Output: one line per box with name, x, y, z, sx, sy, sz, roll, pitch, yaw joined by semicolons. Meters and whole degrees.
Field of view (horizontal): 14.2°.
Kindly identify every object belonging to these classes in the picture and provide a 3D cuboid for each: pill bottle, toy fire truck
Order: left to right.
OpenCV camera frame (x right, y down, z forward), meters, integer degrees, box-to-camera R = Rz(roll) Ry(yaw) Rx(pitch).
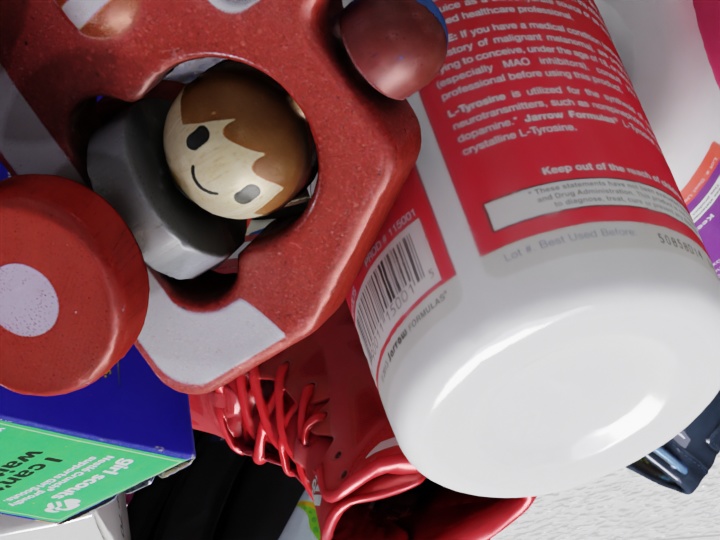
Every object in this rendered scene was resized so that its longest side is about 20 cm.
toy fire truck;-0.065;-0.066;0.866;0.168;0.200;0.112;-31;-172;31
pill bottle;0.038;-0.036;0.937;0.112;0.200;0.112;-13;145;-9
pill bottle;0.118;-0.041;1.088;0.112;0.113;0.200;-22;154;24

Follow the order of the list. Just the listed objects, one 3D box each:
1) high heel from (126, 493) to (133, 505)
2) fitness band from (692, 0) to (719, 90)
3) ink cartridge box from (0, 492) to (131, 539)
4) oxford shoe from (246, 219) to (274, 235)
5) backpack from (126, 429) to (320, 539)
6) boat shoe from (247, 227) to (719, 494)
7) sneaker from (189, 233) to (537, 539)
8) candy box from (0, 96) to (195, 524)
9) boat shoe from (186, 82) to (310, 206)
high heel;-0.104;0.062;1.278;0.200;0.067;0.096;11;161;-16
fitness band;0.175;-0.058;1.035;0.037;0.144;0.200;-22;154;26
ink cartridge box;-0.202;0.065;1.139;0.200;0.147;0.086;-13;154;2
oxford shoe;0.000;0.000;1.205;0.200;0.058;0.075;17;168;-22
backpack;-0.044;0.136;1.178;0.163;0.200;0.154;-7;128;49
boat shoe;0.049;0.035;1.078;0.200;0.069;0.084;15;171;-5
sneaker;-0.020;0.048;0.994;0.200;0.116;0.078;-2;120;28
candy box;-0.153;-0.018;0.947;0.077;0.169;0.200;-25;153;36
boat shoe;-0.095;-0.019;1.090;0.200;0.072;0.076;-11;156;-2
